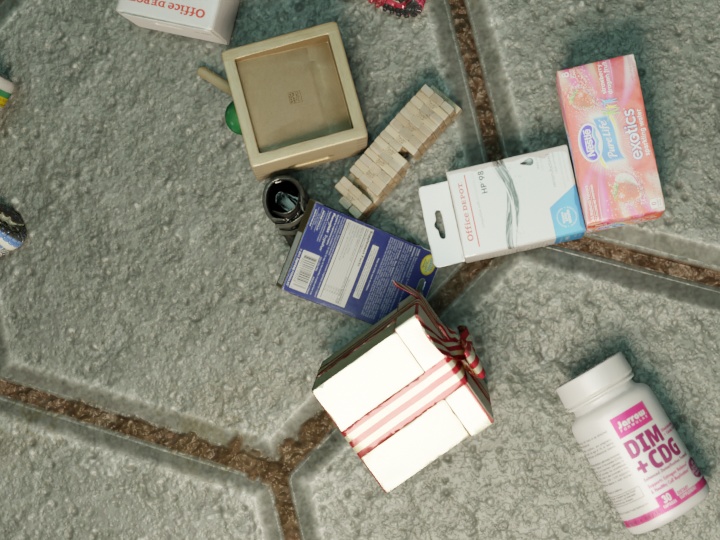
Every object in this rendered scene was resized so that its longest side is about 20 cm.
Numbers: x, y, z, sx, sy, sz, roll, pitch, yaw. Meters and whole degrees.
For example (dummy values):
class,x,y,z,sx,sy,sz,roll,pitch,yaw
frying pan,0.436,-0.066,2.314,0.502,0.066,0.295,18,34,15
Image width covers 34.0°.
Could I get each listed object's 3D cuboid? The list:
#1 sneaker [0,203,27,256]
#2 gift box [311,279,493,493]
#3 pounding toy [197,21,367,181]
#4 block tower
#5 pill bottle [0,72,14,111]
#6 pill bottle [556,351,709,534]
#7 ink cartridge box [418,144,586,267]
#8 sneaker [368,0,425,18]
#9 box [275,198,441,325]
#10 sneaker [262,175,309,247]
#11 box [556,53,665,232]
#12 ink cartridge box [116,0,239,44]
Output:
class,x,y,z,sx,sy,sz,roll,pitch,yaw
sneaker,-0.562,-0.073,1.618,0.085,0.077,0.200,-39,124,19
gift box,0.055,0.131,1.460,0.186,0.185,0.201,-34,101,7
pounding toy,-0.109,-0.225,1.568,0.198,0.142,0.186,-15,84,-2
block tower,0.047,-0.157,1.560,0.054,0.058,0.200,42,93,9
pill bottle,-0.580,-0.204,1.650,0.112,0.113,0.201,32,92,11
pill bottle,0.331,0.210,1.454,0.113,0.113,0.201,-31,81,7
ink cartridge box,0.179,-0.080,1.518,0.198,0.067,0.117,-13,85,5
sneaker,0.001,-0.405,1.579,0.198,0.081,0.075,21,76,3
box,0.000,0.000,1.536,0.199,0.032,0.122,22,90,-24
sneaker,-0.070,-0.042,1.552,0.070,0.099,0.201,-33,82,5
box,0.314,-0.158,1.490,0.102,0.095,0.202,-10,85,10
ink cartridge box,-0.233,-0.427,1.613,0.145,0.086,0.202,14,90,11
